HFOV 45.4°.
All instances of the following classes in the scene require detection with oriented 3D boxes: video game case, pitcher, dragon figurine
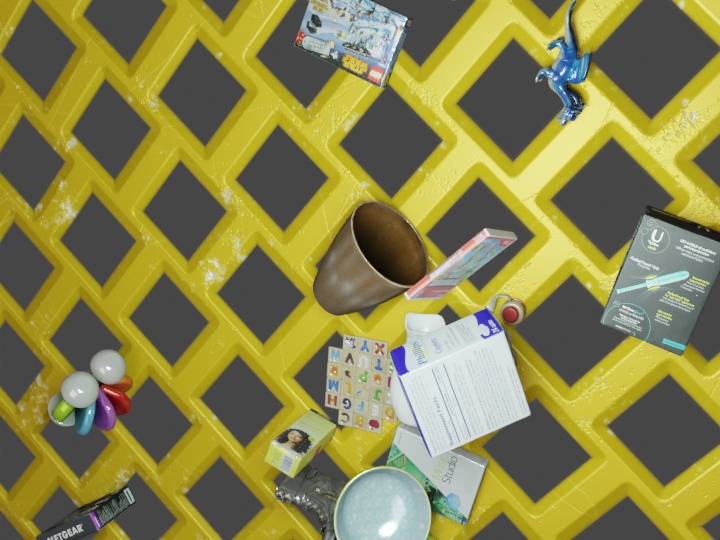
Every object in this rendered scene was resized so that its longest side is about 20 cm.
[{"bbox_3d":[0.187,-0.009,1.593,0.199,0.142,0.018,-40,70,24],"label":"video game case"},{"bbox_3d":[0.120,0.201,1.654,0.119,0.172,0.204,5,103,-1],"label":"pitcher"},{"bbox_3d":[0.367,-0.356,1.486,0.098,0.059,0.203,24,111,15],"label":"dragon figurine"}]

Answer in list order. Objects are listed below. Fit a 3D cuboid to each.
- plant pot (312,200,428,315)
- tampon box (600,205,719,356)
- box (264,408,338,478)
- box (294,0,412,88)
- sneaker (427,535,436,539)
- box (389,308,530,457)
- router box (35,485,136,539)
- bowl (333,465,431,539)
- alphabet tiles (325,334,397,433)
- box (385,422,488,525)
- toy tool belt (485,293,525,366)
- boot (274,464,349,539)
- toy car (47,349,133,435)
[{"bbox_3d":[0.000,0.000,1.667,0.188,0.186,0.200,52,129,4],"label":"plant pot"},{"bbox_3d":[0.520,0.013,1.471,0.148,0.126,0.203,23,109,15],"label":"tampon box"},{"bbox_3d":[-0.119,0.351,1.768,0.074,0.200,0.051,27,108,13],"label":"box"},{"bbox_3d":[-0.015,-0.451,1.630,0.198,0.040,0.138,29,110,14],"label":"box"},{"bbox_3d":[0.177,0.619,1.774,0.197,0.081,0.075,19,109,17],"label":"sneaker"},{"bbox_3d":[0.175,0.198,1.522,0.197,0.105,0.186,-23,114,-1],"label":"box"},{"bbox_3d":[-0.661,0.601,2.074,0.198,0.149,0.052,-28,91,25],"label":"router box"},{"bbox_3d":[0.038,0.490,1.742,0.196,0.108,0.204,0,88,-7],"label":"bowl"},{"bbox_3d":[0.005,0.238,1.798,0.164,0.006,0.204,9,106,20],"label":"alphabet tiles"},{"bbox_3d":[0.149,0.416,1.764,0.198,0.036,0.146,21,110,18],"label":"box"},{"bbox_3d":[0.239,0.151,1.619,0.124,0.123,0.202,35,112,11],"label":"toy tool belt"},{"bbox_3d":[-0.103,0.499,1.811,0.171,0.201,0.070,14,134,15],"label":"boot"},{"bbox_3d":[-0.601,0.293,1.958,0.150,0.200,0.175,47,133,-1],"label":"toy car"}]
